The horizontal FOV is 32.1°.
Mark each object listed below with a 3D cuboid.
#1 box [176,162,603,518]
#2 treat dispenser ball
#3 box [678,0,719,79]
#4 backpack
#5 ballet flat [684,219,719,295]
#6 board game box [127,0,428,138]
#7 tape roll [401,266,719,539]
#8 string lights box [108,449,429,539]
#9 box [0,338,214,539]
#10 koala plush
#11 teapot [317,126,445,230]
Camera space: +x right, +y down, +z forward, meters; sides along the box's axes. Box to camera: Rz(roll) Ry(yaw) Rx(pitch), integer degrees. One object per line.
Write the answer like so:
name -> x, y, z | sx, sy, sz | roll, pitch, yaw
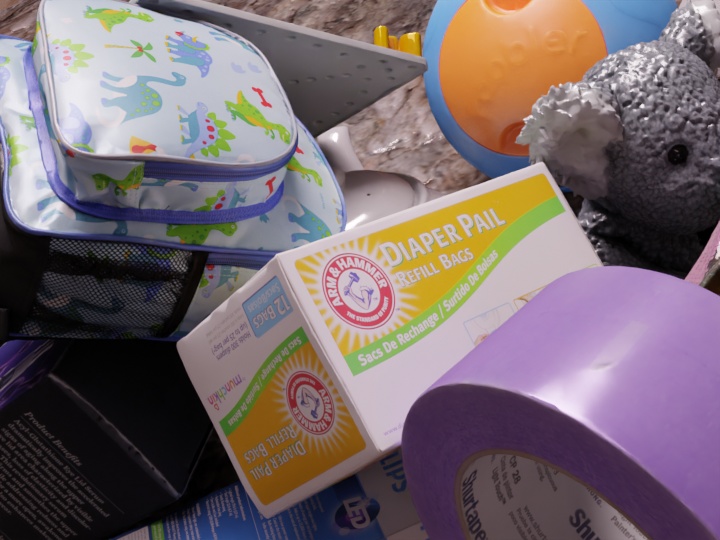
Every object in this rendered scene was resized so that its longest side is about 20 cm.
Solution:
box -> 0.026, 0.032, 0.648 | 0.200, 0.101, 0.112 | -21, -12, -40
treat dispenser ball -> 0.148, -0.160, 0.963 | 0.201, 0.201, 0.201 | -17, 28, 9
box -> 0.358, -0.233, 1.128 | 0.144, 0.036, 0.200 | -4, 31, 30
backpack -> -0.110, -0.051, 0.698 | 0.200, 0.147, 0.183 | 9, 41, -30
ballet flat -> 0.179, 0.041, 0.629 | 0.200, 0.069, 0.071 | -60, -1, -1
board game box -> -0.091, -0.130, 0.826 | 0.200, 0.026, 0.200 | 8, -17, -33
tape roll -> 0.116, 0.104, 0.514 | 0.085, 0.200, 0.200 | -38, 32, -27
string lights box -> -0.053, 0.163, 0.679 | 0.200, 0.059, 0.103 | -23, 27, -4
box -> -0.186, 0.097, 0.773 | 0.200, 0.104, 0.148 | -34, 19, 28
koala plush -> 0.176, -0.045, 0.738 | 0.177, 0.200, 0.184 | -34, 30, -23
teapot -> 0.000, 0.000, 0.841 | 0.200, 0.146, 0.197 | 11, 42, 45
